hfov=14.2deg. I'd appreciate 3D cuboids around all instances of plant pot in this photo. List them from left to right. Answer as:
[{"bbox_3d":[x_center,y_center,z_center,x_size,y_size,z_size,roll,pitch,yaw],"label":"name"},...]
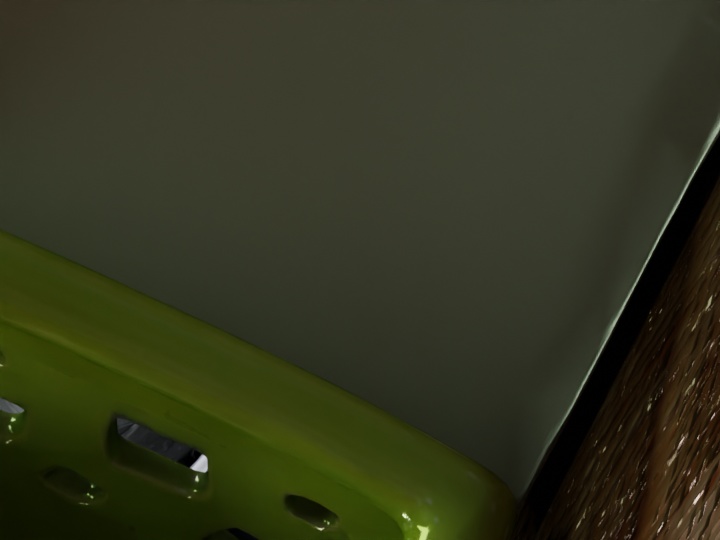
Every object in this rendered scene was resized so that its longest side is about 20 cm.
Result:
[{"bbox_3d":[-0.101,0.111,0.583,0.182,0.200,0.199,104,-169,-70],"label":"plant pot"}]

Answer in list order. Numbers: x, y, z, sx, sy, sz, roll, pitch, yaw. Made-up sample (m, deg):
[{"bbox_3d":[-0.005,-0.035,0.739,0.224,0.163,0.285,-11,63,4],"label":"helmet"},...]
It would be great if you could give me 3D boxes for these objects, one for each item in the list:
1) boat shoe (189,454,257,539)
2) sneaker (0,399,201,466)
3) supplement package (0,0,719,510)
[{"bbox_3d":[-0.043,0.096,0.783,0.200,0.073,0.065,-62,-1,43],"label":"boat shoe"},{"bbox_3d":[-0.049,0.020,0.804,0.199,0.060,0.104,-23,-15,-27],"label":"sneaker"},{"bbox_3d":[0.010,-0.078,0.647,0.192,0.147,0.200,-63,2,7],"label":"supplement package"}]
